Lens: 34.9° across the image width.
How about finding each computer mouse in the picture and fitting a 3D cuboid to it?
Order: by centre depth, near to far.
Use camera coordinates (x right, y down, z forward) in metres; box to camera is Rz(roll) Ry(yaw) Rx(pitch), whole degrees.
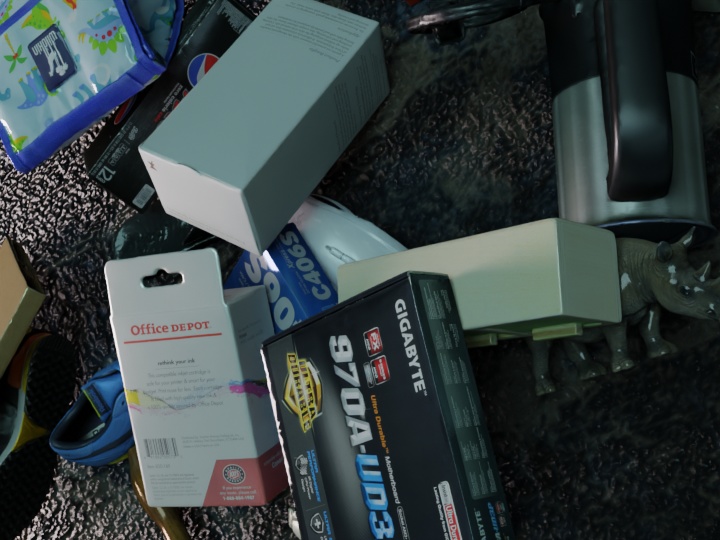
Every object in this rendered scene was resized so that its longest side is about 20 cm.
[{"bbox_3d":[0.000,0.000,0.942,0.198,0.044,0.111,30,94,24],"label":"computer mouse"}]

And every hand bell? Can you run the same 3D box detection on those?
[{"bbox_3d":[-0.147,0.227,0.948,0.104,0.104,0.201,-40,58,11],"label":"hand bell"}]

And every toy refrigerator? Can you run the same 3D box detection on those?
[{"bbox_3d":[0.079,0.019,0.812,0.198,0.075,0.071,-12,76,42],"label":"toy refrigerator"}]

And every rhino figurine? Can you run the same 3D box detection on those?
[{"bbox_3d":[0.185,0.024,0.809,0.199,0.059,0.089,-29,78,52],"label":"rhino figurine"}]

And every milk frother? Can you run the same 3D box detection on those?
[{"bbox_3d":[0.145,-0.113,0.832,0.197,0.180,0.192,-8,76,26],"label":"milk frother"}]

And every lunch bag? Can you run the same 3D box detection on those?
[{"bbox_3d":[-0.247,-0.201,1.008,0.169,0.127,0.202,-32,50,22],"label":"lunch bag"}]

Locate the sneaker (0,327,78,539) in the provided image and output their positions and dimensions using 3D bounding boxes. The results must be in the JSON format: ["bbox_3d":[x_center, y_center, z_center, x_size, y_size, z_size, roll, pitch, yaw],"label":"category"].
[{"bbox_3d":[-0.325,0.149,1.045,0.089,0.070,0.203,13,84,36],"label":"sneaker"}]

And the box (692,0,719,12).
[{"bbox_3d":[0.247,-0.310,0.877,0.094,0.078,0.204,8,84,24],"label":"box"}]

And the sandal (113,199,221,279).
[{"bbox_3d":[-0.142,-0.059,1.010,0.199,0.048,0.076,-36,69,14],"label":"sandal"}]

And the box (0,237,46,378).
[{"bbox_3d":[-0.352,0.081,1.038,0.202,0.021,0.163,-60,29,3],"label":"box"}]

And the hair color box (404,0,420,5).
[{"bbox_3d":[0.098,-0.323,0.951,0.198,0.064,0.112,-27,72,17],"label":"hair color box"}]

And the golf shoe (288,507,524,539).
[{"bbox_3d":[0.028,0.233,0.874,0.197,0.078,0.099,10,90,25],"label":"golf shoe"}]

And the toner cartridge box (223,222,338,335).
[{"bbox_3d":[-0.039,0.071,0.923,0.201,0.043,0.095,57,138,21],"label":"toner cartridge box"}]

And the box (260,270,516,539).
[{"bbox_3d":[0.015,0.122,0.785,0.158,0.046,0.203,-25,72,40],"label":"box"}]

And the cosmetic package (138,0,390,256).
[{"bbox_3d":[-0.072,-0.124,0.928,0.107,0.085,0.201,24,62,25],"label":"cosmetic package"}]

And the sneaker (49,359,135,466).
[{"bbox_3d":[-0.185,0.096,0.985,0.200,0.078,0.066,-42,66,9],"label":"sneaker"}]

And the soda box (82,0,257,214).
[{"bbox_3d":[-0.162,-0.154,1.015,0.201,0.063,0.071,-51,26,7],"label":"soda box"}]

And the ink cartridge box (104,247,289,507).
[{"bbox_3d":[-0.126,0.081,0.913,0.115,0.067,0.204,-5,99,25],"label":"ink cartridge box"}]
